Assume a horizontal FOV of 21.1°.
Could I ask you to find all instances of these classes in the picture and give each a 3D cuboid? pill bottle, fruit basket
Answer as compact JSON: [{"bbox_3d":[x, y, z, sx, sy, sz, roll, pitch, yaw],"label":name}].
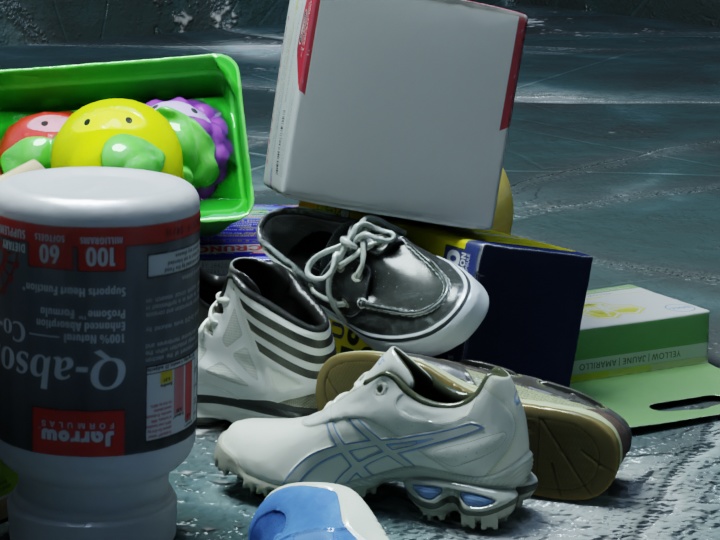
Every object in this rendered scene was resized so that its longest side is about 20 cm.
[{"bbox_3d":[-0.146,0.050,1.063,0.115,0.202,0.116,1,12,0],"label":"pill bottle"},{"bbox_3d":[-0.179,-0.086,1.403,0.214,0.157,0.216,-7,-19,-2],"label":"fruit basket"}]

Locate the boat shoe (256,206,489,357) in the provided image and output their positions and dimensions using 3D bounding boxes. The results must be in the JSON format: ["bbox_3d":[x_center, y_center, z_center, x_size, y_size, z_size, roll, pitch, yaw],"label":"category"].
[{"bbox_3d":[0.002,-0.002,1.252,0.074,0.068,0.199,-49,36,-10],"label":"boat shoe"}]

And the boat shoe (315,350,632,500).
[{"bbox_3d":[0.070,0.092,1.188,0.199,0.072,0.066,12,12,24],"label":"boat shoe"}]

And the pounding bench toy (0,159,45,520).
[{"bbox_3d":[-0.251,0.029,1.165,0.155,0.202,0.124,8,16,28],"label":"pounding bench toy"}]

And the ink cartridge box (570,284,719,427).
[{"bbox_3d":[0.190,0.057,1.372,0.144,0.048,0.200,-6,12,-26],"label":"ink cartridge box"}]

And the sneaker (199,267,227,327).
[{"bbox_3d":[-0.164,0.005,1.352,0.199,0.091,0.076,17,41,-30],"label":"sneaker"}]

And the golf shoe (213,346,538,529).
[{"bbox_3d":[0.007,0.088,1.137,0.198,0.098,0.078,3,15,19],"label":"golf shoe"}]

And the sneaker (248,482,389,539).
[{"bbox_3d":[-0.043,0.152,0.905,0.110,0.077,0.200,4,17,-24],"label":"sneaker"}]

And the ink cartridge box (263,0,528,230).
[{"bbox_3d":[0.017,-0.114,1.329,0.143,0.147,0.200,8,4,-8],"label":"ink cartridge box"}]

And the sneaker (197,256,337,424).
[{"bbox_3d":[-0.090,0.042,1.285,0.199,0.116,0.075,9,18,36],"label":"sneaker"}]

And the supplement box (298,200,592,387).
[{"bbox_3d":[0.048,0.021,1.345,0.109,0.110,0.199,6,6,-39],"label":"supplement box"}]

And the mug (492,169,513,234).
[{"bbox_3d":[0.058,-0.036,1.526,0.185,0.151,0.153,3,11,9],"label":"mug"}]

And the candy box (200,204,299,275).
[{"bbox_3d":[-0.107,0.001,1.547,0.167,0.078,0.200,0,12,1],"label":"candy box"}]
